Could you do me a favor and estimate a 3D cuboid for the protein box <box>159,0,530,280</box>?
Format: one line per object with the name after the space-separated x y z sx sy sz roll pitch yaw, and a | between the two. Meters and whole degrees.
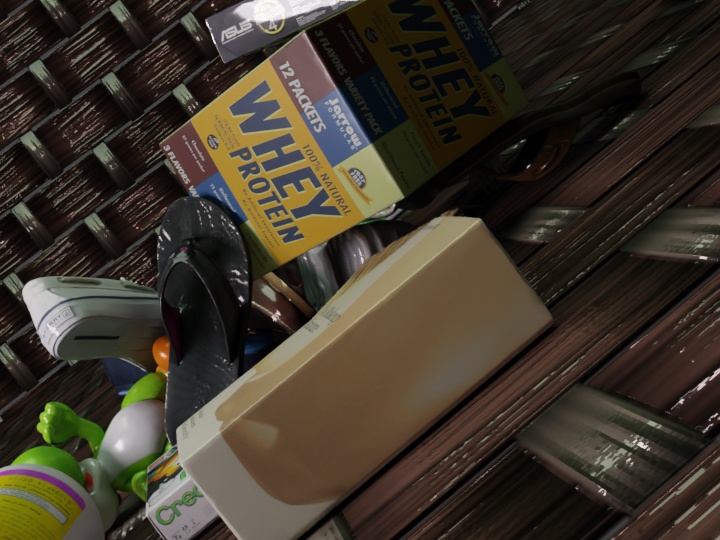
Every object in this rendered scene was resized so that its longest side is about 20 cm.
-0.011 -0.117 0.915 0.199 0.136 0.198 -27 8 45 | protein box

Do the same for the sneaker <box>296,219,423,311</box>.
0.000 0.000 1.007 0.081 0.076 0.200 -14 -1 -22 | sneaker

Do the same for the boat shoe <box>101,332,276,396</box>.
-0.158 0.089 1.091 0.198 0.069 0.084 -1 15 37 | boat shoe

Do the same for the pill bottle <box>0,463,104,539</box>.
-0.235 0.205 0.706 0.104 0.105 0.200 -35 9 13 | pill bottle

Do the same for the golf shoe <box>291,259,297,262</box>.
-0.072 -0.065 1.129 0.091 0.076 0.200 9 28 25 | golf shoe

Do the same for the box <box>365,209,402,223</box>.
-0.032 -0.137 1.342 0.176 0.201 0.097 -36 9 1 | box

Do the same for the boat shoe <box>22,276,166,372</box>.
-0.191 0.034 0.945 0.074 0.067 0.200 -46 -25 12 | boat shoe

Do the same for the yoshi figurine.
-0.197 0.141 0.894 0.200 0.112 0.112 -43 16 -15 | yoshi figurine

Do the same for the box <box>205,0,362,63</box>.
-0.016 -0.251 1.020 0.198 0.050 0.161 -17 14 31 | box

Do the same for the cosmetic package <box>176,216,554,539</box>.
-0.002 0.059 0.627 0.199 0.071 0.105 -39 8 -8 | cosmetic package

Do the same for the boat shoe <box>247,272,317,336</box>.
-0.103 0.028 1.044 0.070 0.070 0.200 -48 29 -9 | boat shoe

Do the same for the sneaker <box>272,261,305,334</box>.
-0.095 0.031 1.154 0.200 0.075 0.105 -39 10 9 | sneaker

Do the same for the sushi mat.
0.002 0.017 0.793 0.095 0.012 0.200 -31 10 36 | sushi mat

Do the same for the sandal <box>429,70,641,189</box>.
0.151 -0.107 0.952 0.198 0.055 0.082 -25 4 -16 | sandal

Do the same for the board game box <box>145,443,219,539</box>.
-0.058 0.097 0.776 0.199 0.035 0.126 -39 9 -6 | board game box

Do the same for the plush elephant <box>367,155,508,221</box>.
0.051 -0.129 1.108 0.163 0.201 0.155 -15 -19 -36 | plush elephant

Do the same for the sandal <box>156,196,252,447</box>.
-0.119 0.038 0.863 0.074 0.203 0.048 -8 -13 10 | sandal
